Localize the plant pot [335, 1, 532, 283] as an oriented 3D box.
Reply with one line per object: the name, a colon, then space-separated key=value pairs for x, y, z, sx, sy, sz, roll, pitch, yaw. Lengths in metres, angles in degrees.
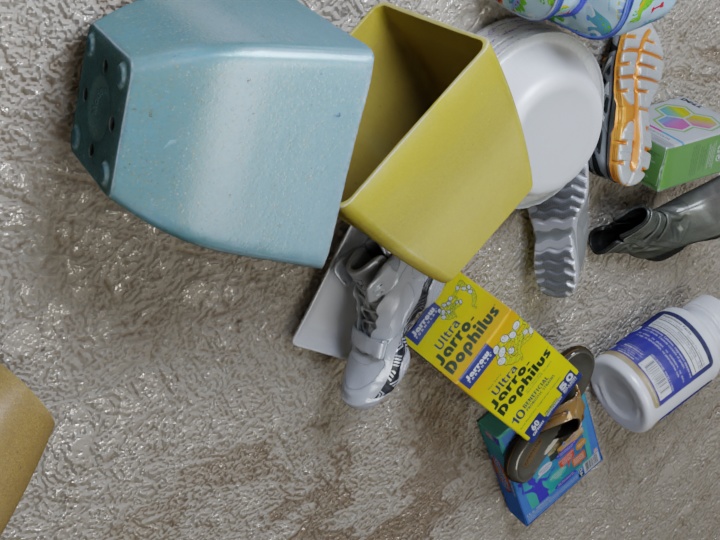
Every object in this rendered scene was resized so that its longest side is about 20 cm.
plant pot: x=0.049 y=-0.108 z=1.220 sx=0.200 sy=0.200 sz=0.177 roll=-48 pitch=126 yaw=-6

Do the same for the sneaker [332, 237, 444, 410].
sneaker: x=0.010 y=0.047 z=1.363 sx=0.114 sy=0.075 sz=0.202 roll=26 pitch=92 yaw=-45

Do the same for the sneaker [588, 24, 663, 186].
sneaker: x=0.300 y=-0.203 z=1.487 sx=0.077 sy=0.077 sz=0.204 roll=7 pitch=92 yaw=-37

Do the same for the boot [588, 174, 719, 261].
boot: x=0.392 y=-0.065 z=1.591 sx=0.129 sy=0.069 sz=0.199 roll=2 pitch=151 yaw=-43

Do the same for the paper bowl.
paper bowl: x=0.182 y=-0.164 z=1.376 sx=0.198 sy=0.104 sz=0.203 roll=-16 pitch=123 yaw=-26

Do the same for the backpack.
backpack: x=0.216 y=-0.323 z=1.249 sx=0.145 sy=0.200 sz=0.185 roll=-21 pitch=128 yaw=-29

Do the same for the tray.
tray: x=0.000 y=0.000 z=1.391 sx=0.107 sy=0.022 sz=0.202 roll=19 pitch=102 yaw=-45

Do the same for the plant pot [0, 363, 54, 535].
plant pot: x=-0.366 y=0.177 z=1.098 sx=0.200 sy=0.185 sz=0.188 roll=-47 pitch=137 yaw=-24

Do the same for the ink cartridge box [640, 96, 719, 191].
ink cartridge box: x=0.404 y=-0.164 z=1.572 sx=0.198 sy=0.104 sz=0.060 roll=-16 pitch=126 yaw=-32

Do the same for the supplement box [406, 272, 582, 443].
supplement box: x=0.162 y=0.106 z=1.528 sx=0.109 sy=0.109 sz=0.200 roll=-52 pitch=135 yaw=-1

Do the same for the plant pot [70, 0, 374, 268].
plant pot: x=-0.135 y=-0.133 z=1.088 sx=0.197 sy=0.196 sz=0.199 roll=2 pitch=115 yaw=-31

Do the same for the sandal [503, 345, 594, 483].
sandal: x=0.252 y=0.193 z=1.633 sx=0.081 sy=0.054 sz=0.202 roll=23 pitch=99 yaw=-44

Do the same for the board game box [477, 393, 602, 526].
board game box: x=0.248 y=0.232 z=1.723 sx=0.151 sy=0.045 sz=0.202 roll=-36 pitch=133 yaw=-17

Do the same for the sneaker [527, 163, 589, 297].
sneaker: x=0.241 y=-0.074 z=1.533 sx=0.082 sy=0.074 sz=0.203 roll=-48 pitch=144 yaw=-59

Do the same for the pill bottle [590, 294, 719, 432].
pill bottle: x=0.426 y=0.123 z=1.754 sx=0.199 sy=0.119 sz=0.121 roll=-31 pitch=132 yaw=-21
